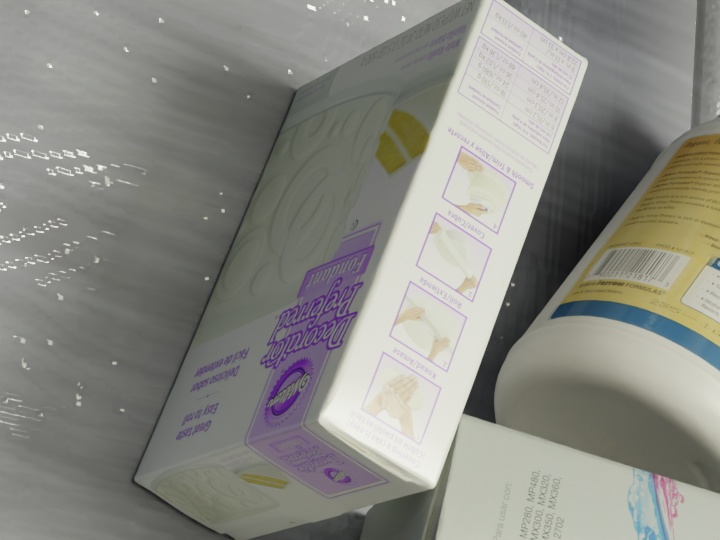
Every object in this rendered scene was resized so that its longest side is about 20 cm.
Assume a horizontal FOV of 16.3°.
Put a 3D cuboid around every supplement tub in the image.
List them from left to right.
[{"bbox_3d":[0.165,0.023,1.106,0.145,0.145,0.200,48,57,-13],"label":"supplement tub"}]

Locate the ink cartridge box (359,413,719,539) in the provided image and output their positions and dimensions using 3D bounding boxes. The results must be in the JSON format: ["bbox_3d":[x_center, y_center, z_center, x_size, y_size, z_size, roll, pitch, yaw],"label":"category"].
[{"bbox_3d":[0.102,0.140,0.999,0.200,0.146,0.083,18,66,-8],"label":"ink cartridge box"}]

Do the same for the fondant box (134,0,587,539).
[{"bbox_3d":[0.000,0.000,1.004,0.058,0.144,0.200,32,62,-23],"label":"fondant box"}]
